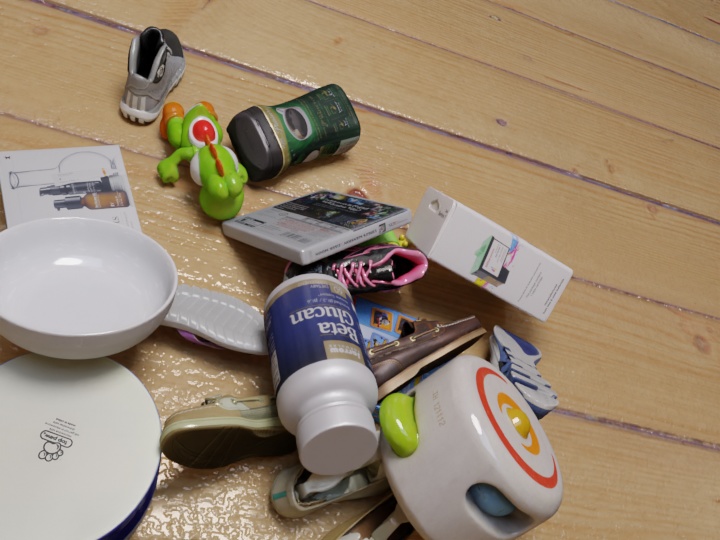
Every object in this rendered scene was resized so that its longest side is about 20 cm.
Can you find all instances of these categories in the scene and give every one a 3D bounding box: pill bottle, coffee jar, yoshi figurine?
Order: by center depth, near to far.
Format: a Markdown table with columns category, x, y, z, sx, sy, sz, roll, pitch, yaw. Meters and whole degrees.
| category | x | y | z | sx | sy | sz | roll | pitch | yaw |
| --- | --- | --- | --- | --- | --- | --- | --- | --- | --- |
| pill bottle | -0.042 | 0.109 | 0.732 | 0.108 | 0.113 | 0.202 | 4 | 40 | -21 |
| yoshi figurine | -0.214 | -0.145 | 0.942 | 0.112 | 0.112 | 0.202 | 37 | 15 | -50 |
| coffee jar | -0.100 | -0.207 | 1.020 | 0.198 | 0.085 | 0.106 | -26 | 87 | -36 |

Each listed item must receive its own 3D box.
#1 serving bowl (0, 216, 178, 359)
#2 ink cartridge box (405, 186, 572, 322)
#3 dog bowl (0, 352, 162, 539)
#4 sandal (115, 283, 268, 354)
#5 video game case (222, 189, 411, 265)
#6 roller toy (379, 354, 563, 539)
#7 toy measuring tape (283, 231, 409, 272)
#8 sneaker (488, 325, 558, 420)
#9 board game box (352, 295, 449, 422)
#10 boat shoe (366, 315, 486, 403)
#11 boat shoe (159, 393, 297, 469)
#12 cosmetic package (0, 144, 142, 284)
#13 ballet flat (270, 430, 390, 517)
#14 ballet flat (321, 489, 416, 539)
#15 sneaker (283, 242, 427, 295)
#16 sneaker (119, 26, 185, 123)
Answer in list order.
| category | x | y | z | sx | sy | sz | roll | pitch | yaw |
| --- | --- | --- | --- | --- | --- | --- | --- | --- | --- |
| serving bowl | -0.292 | 0.025 | 0.703 | 0.195 | 0.067 | 0.202 | 14 | 31 | -8 |
| ink cartridge box | 0.173 | -0.026 | 0.949 | 0.197 | 0.085 | 0.145 | 28 | 9 | -15 |
| dog bowl | -0.294 | 0.182 | 0.656 | 0.195 | 0.079 | 0.204 | 12 | 52 | -15 |
| sandal | -0.196 | 0.061 | 0.812 | 0.198 | 0.050 | 0.083 | 21 | 33 | -10 |
| video game case | -0.060 | -0.063 | 0.900 | 0.179 | 0.024 | 0.198 | -23 | 26 | -34 |
| roller toy | 0.122 | 0.192 | 0.719 | 0.185 | 0.139 | 0.199 | 59 | 22 | 18 |
| toy measuring tape | -0.010 | -0.025 | 0.941 | 0.196 | 0.074 | 0.075 | -12 | 60 | -31 |
| sneaker | 0.186 | 0.161 | 0.887 | 0.079 | 0.117 | 0.200 | 27 | 20 | -5 |
| board game box | 0.027 | 0.118 | 0.873 | 0.195 | 0.037 | 0.154 | 20 | 50 | -7 |
| boat shoe | 0.073 | 0.093 | 0.840 | 0.197 | 0.071 | 0.071 | -22 | 69 | -34 |
| boat shoe | -0.131 | 0.160 | 0.723 | 0.198 | 0.074 | 0.064 | 7 | 40 | -47 |
| cosmetic package | -0.352 | -0.060 | 0.829 | 0.147 | 0.052 | 0.203 | -10 | 61 | -27 |
| ballet flat | -0.007 | 0.223 | 0.762 | 0.196 | 0.070 | 0.070 | -15 | 62 | -32 |
| ballet flat | 0.011 | 0.286 | 0.725 | 0.069 | 0.063 | 0.198 | 47 | 51 | 12 |
| sneaker | 0.000 | 0.000 | 0.854 | 0.196 | 0.095 | 0.081 | -10 | 96 | -28 |
| sneaker | -0.298 | -0.322 | 1.001 | 0.073 | 0.116 | 0.204 | 14 | 51 | -13 |
